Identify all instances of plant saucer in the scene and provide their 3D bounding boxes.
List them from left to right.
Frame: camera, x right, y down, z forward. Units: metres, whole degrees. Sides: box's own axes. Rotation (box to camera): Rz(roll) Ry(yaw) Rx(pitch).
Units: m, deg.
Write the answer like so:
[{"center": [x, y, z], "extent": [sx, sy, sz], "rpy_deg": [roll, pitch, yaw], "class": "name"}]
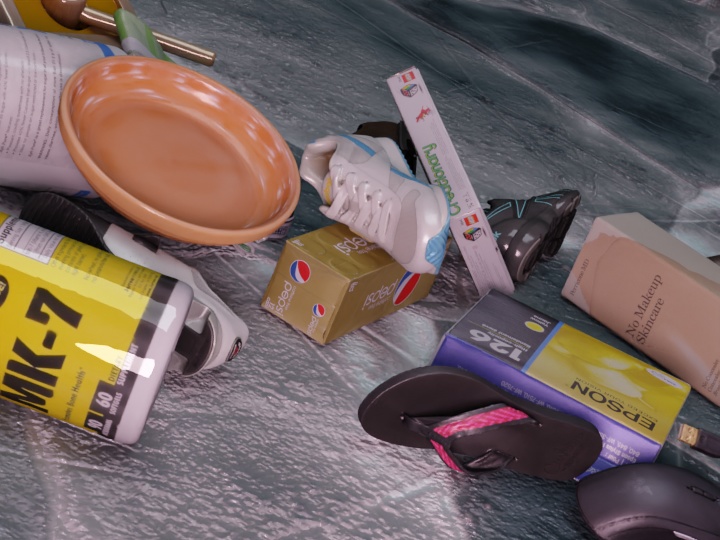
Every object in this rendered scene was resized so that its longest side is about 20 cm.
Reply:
[{"center": [-0.143, -0.088, 1.360], "extent": [0.200, 0.037, 0.200], "rpy_deg": [22, 36, -17], "class": "plant saucer"}]

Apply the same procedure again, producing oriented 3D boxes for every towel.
[{"center": [-0.146, -0.122, 1.501], "extent": [0.149, 0.031, 0.200], "rpy_deg": [49, 16, -52], "class": "towel"}]

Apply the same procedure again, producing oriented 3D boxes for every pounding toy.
[{"center": [-0.273, -0.231, 1.602], "extent": [0.184, 0.142, 0.200], "rpy_deg": [-5, 61, -49], "class": "pounding toy"}]

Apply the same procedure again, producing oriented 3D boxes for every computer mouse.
[{"center": [0.254, 0.161, 1.336], "extent": [0.200, 0.046, 0.141], "rpy_deg": [15, 40, -18], "class": "computer mouse"}]

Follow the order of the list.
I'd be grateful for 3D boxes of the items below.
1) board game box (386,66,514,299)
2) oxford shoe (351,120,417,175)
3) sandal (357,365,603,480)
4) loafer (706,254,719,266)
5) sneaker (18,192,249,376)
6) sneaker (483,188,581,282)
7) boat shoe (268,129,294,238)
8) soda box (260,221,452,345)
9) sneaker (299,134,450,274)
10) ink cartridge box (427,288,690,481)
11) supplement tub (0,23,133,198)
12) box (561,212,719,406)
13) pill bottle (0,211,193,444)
[{"center": [0.083, -0.079, 1.618], "extent": [0.035, 0.126, 0.200], "rpy_deg": [-23, 47, 3], "class": "board game box"}, {"center": [0.012, -0.095, 1.724], "extent": [0.084, 0.073, 0.200], "rpy_deg": [5, 21, 1], "class": "oxford shoe"}, {"center": [0.095, 0.121, 1.291], "extent": [0.200, 0.075, 0.045], "rpy_deg": [16, 34, -21], "class": "sandal"}, {"center": [0.349, 0.008, 1.785], "extent": [0.200, 0.071, 0.073], "rpy_deg": [10, 25, -29], "class": "loafer"}, {"center": [-0.169, 0.011, 1.301], "extent": [0.200, 0.074, 0.088], "rpy_deg": [37, 16, 19], "class": "sneaker"}, {"center": [0.162, -0.051, 1.738], "extent": [0.079, 0.075, 0.200], "rpy_deg": [26, 22, 15], "class": "sneaker"}, {"center": [-0.113, -0.107, 1.611], "extent": [0.074, 0.068, 0.199], "rpy_deg": [9, 25, -31], "class": "boat shoe"}, {"center": [0.000, 0.000, 1.482], "extent": [0.068, 0.064, 0.200], "rpy_deg": [31, 24, 19], "class": "soda box"}, {"center": [0.013, -0.053, 1.448], "extent": [0.081, 0.077, 0.200], "rpy_deg": [2, 23, -25], "class": "sneaker"}, {"center": [0.162, 0.097, 1.444], "extent": [0.198, 0.047, 0.200], "rpy_deg": [28, 20, 10], "class": "ink cartridge box"}, {"center": [-0.292, -0.134, 1.421], "extent": [0.200, 0.132, 0.132], "rpy_deg": [9, 26, -33], "class": "supplement tub"}, {"center": [0.298, 0.033, 1.652], "extent": [0.200, 0.095, 0.078], "rpy_deg": [36, 26, 33], "class": "box"}, {"center": [-0.220, 0.028, 1.143], "extent": [0.200, 0.114, 0.114], "rpy_deg": [21, 22, -3], "class": "pill bottle"}]
